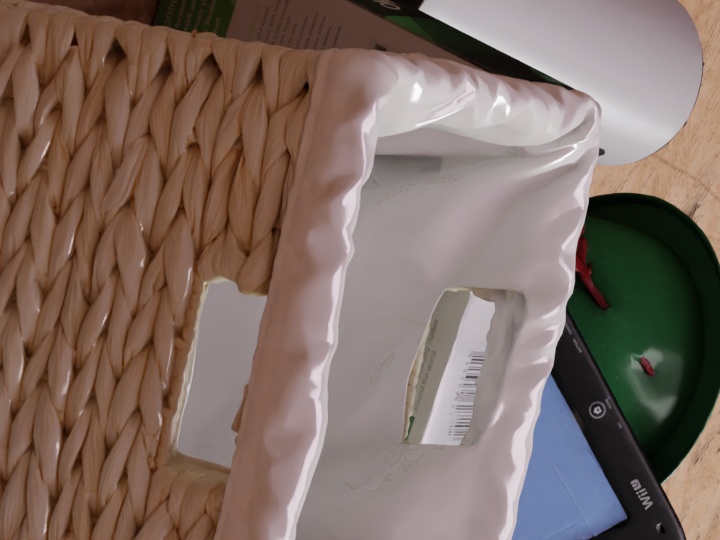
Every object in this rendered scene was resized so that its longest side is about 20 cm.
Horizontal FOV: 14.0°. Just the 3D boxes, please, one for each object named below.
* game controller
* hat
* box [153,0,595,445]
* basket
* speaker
[{"bbox_3d":[0.075,0.084,1.395,0.200,0.104,0.042,61,14,-11],"label":"game controller"},{"bbox_3d":[0.065,0.002,1.414,0.176,0.165,0.200,31,42,-46],"label":"hat"},{"bbox_3d":[-0.014,-0.031,1.063,0.036,0.200,0.145,3,111,-46],"label":"box"},{"bbox_3d":[-0.042,0.022,0.908,0.200,0.160,0.199,4,99,-66],"label":"basket"},{"bbox_3d":[0.055,-0.101,1.166,0.200,0.081,0.081,17,96,-53],"label":"speaker"}]
